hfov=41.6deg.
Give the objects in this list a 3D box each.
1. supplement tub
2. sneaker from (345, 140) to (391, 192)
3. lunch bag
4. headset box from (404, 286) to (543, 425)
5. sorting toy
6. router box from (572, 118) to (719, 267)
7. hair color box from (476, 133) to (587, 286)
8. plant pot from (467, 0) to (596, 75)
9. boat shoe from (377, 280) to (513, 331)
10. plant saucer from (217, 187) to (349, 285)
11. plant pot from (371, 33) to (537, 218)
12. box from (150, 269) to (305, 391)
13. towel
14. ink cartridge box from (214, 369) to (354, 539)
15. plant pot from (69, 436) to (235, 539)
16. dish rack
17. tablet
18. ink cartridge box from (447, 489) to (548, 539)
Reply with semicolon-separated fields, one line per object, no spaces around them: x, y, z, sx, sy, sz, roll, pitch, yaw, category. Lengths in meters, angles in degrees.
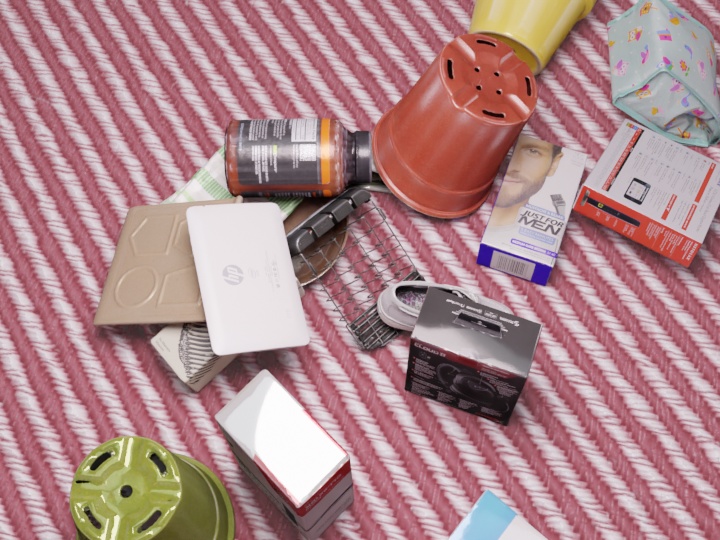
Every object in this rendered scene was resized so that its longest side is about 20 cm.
-0.083;-0.153;1.295;0.197;0.107;0.108;0;62;1;supplement tub
-0.031;-0.156;1.393;0.197;0.073;0.072;4;56;1;sneaker
0.476;-0.297;1.445;0.198;0.121;0.173;24;55;-30;lunch bag
0.137;0.107;1.184;0.147;0.201;0.078;18;63;10;headset box
-0.253;-0.009;1.263;0.197;0.037;0.187;-6;57;24;sorting toy
0.422;-0.117;1.358;0.178;0.049;0.200;29;47;14;router box
0.248;-0.090;1.368;0.108;0.065;0.202;18;62;9;hair color box
0.261;-0.418;1.480;0.198;0.201;0.191;22;80;11;plant pot
0.123;0.051;1.268;0.197;0.069;0.073;16;66;-12;boat shoe
-0.114;-0.059;1.355;0.197;0.037;0.203;-1;66;1;plant saucer
0.139;-0.210;1.325;0.198;0.196;0.204;9;61;-16;plant pot
-0.174;0.061;1.257;0.200;0.068;0.082;-44;73;-8;box
-0.174;-0.107;1.345;0.152;0.023;0.200;39;73;15;towel
-0.084;0.225;1.120;0.084;0.201;0.144;-41;69;-17;ink cartridge box
-0.254;0.279;1.094;0.197;0.191;0.203;0;61;0;plant pot
0.000;0.000;1.300;0.153;0.054;0.201;-38;98;-23;dish rack
-0.143;0.007;1.198;0.128;0.014;0.203;-4;67;-26;tablet
0.170;0.384;1.067;0.199;0.147;0.146;37;67;18;ink cartridge box
